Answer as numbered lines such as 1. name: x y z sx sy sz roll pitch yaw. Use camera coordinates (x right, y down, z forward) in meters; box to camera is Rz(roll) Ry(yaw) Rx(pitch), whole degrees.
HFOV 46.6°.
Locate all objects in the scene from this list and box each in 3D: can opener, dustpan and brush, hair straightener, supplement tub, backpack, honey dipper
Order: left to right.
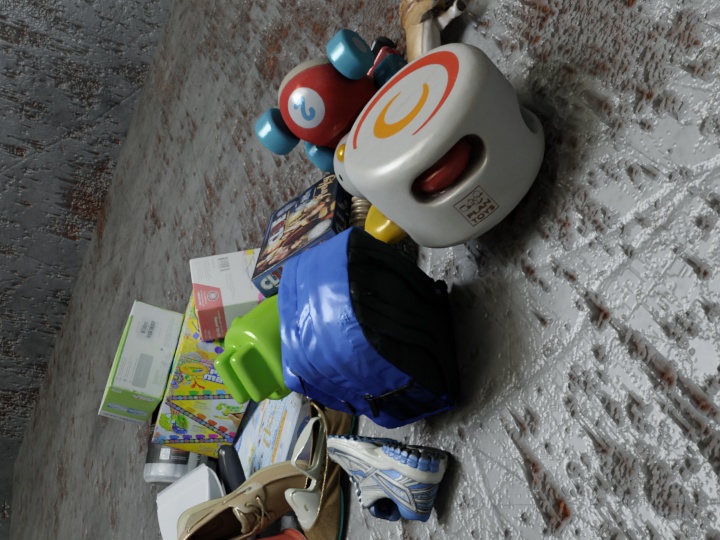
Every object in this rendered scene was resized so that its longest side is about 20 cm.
1. supplement tub: -0.301 0.270 1.446 0.122 0.122 0.202 -25 56 56
2. dustpan and brush: -0.217 0.386 1.150 0.139 0.057 0.201 -37 52 34
3. can opener: -0.166 0.342 1.166 0.063 0.078 0.202 -11 88 61
4. backpack: -0.005 0.068 0.858 0.167 0.200 0.163 -25 53 21
5. hair straightener: -0.003 -0.257 1.240 0.201 0.041 0.077 -62 30 33
6. honey dipper: 0.000 0.000 1.103 0.038 0.038 0.202 -20 62 58

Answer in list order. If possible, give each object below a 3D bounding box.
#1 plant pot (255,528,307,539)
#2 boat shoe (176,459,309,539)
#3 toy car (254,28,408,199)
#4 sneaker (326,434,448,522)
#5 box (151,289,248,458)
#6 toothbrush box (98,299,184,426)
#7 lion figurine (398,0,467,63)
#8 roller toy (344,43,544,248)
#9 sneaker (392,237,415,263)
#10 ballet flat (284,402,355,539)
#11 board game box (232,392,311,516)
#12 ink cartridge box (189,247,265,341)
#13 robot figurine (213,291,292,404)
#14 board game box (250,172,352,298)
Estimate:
1. plant pot: -0.167 0.425 1.007 0.200 0.194 0.203 -12 76 59
2. boat shoe: -0.142 0.314 1.081 0.072 0.199 0.065 64 176 -15
3. toy car: -0.008 -0.163 1.075 0.184 0.176 0.201 -41 55 30
4. sneaker: 0.017 0.229 0.921 0.200 0.077 0.086 -6 76 62
5. box: -0.232 0.148 1.313 0.201 0.121 0.193 -91 22 -54
6. toothbrush box: -0.361 0.156 1.368 0.200 0.085 0.147 133 151 -60
7. lion figurine: 0.083 -0.273 1.043 0.122 0.072 0.202 172 106 -69
8. roller toy: 0.087 -0.120 0.854 0.182 0.140 0.201 -2 53 53
9. sneaker: 0.008 0.029 1.027 0.085 0.078 0.202 6 83 63
10. ballet flat: -0.055 0.256 1.041 0.068 0.072 0.202 -9 69 59
11. board game box: -0.121 0.221 1.216 0.199 0.041 0.202 23 97 62
12. ink cartridge box: -0.146 0.027 1.240 0.117 0.198 0.068 -110 14 -47
13. robot figurine: -0.097 0.089 1.101 0.200 0.116 0.175 -40 13 -37
14. board game box: -0.076 -0.057 1.150 0.135 0.035 0.200 -33 23 19
